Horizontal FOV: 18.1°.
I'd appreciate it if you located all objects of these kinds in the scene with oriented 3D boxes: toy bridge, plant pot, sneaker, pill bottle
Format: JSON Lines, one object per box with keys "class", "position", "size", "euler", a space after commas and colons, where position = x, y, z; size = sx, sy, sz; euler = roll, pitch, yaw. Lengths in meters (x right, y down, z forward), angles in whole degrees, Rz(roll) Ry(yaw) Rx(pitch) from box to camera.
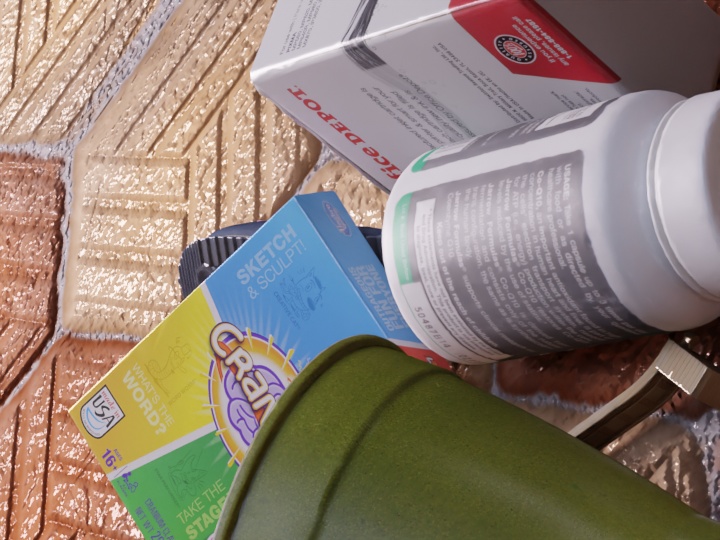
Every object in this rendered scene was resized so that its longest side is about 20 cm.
{"class": "toy bridge", "position": [0.106, 0.115, 1.073], "size": [0.200, 0.027, 0.067], "euler": [-59, 36, 7]}
{"class": "plant pot", "position": [0.063, 0.147, 0.960], "size": [0.192, 0.200, 0.201], "euler": [14, 78, 26]}
{"class": "sneaker", "position": [0.000, 0.000, 1.242], "size": [0.199, 0.082, 0.071], "euler": [10, 110, 31]}
{"class": "pill bottle", "position": [0.115, -0.022, 1.075], "size": [0.200, 0.113, 0.114], "euler": [-12, 59, 46]}

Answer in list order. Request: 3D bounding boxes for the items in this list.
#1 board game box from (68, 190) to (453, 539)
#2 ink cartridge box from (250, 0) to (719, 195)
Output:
{"class": "board game box", "position": [-0.049, 0.078, 1.204], "size": [0.200, 0.040, 0.153], "euler": [-43, 73, 28]}
{"class": "ink cartridge box", "position": [0.064, -0.111, 1.161], "size": [0.200, 0.144, 0.084], "euler": [-12, 51, 46]}
